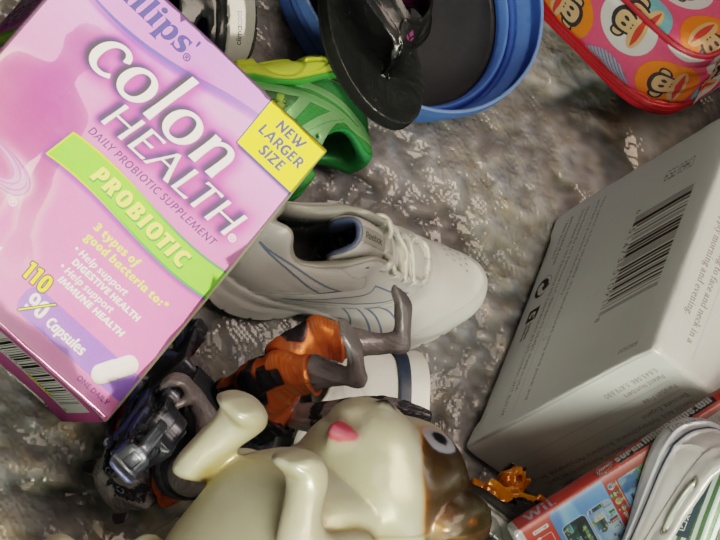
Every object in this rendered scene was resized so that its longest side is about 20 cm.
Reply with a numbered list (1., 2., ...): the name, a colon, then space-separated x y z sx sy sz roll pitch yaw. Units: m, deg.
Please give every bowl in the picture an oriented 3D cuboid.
1. bowl: 0.028 -0.188 1.870 0.200 0.039 0.202 14 63 -31

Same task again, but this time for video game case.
1. video game case: 0.199 0.150 1.664 0.199 0.017 0.143 -32 113 -6

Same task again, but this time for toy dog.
1. toy dog: -0.027 0.151 1.492 0.200 0.139 0.194 -40 120 -16

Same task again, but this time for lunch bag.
1. lunch bag: 0.207 -0.209 1.967 0.176 0.082 0.200 45 48 14

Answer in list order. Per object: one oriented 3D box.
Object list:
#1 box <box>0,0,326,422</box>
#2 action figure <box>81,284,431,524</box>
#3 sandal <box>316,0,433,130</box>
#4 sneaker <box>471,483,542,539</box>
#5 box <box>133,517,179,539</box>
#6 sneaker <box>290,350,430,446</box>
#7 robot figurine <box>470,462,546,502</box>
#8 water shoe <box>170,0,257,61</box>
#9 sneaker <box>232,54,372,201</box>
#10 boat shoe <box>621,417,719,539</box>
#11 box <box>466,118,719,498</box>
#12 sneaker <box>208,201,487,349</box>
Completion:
1. box: -0.153 -0.047 1.599 0.176 0.097 0.200 43 74 -14
2. action figure: -0.069 0.087 1.592 0.105 0.193 0.200 58 20 -14
3. sandal: 0.012 -0.184 1.790 0.075 0.048 0.201 14 60 -36
4. sneaker: 0.126 0.158 1.708 0.200 0.060 0.104 41 56 -21
5. box: -0.096 0.247 1.572 0.095 0.078 0.201 -30 90 -40
6. sneaker: -0.009 0.135 1.697 0.080 0.076 0.201 12 60 -19
7. robot figurine: 0.080 0.213 1.729 0.144 0.058 0.201 20 61 -29
8. water shoe: -0.117 -0.212 1.754 0.079 0.071 0.201 -5 71 -31
9. sneaker: -0.066 -0.078 1.733 0.199 0.074 0.084 -13 75 -39
10. boat shoe: 0.170 0.184 1.620 0.073 0.067 0.201 4 105 -18
11. box: 0.196 0.041 1.793 0.130 0.200 0.200 36 54 -16
12. sneaker: 0.000 0.000 1.740 0.199 0.087 0.075 7 65 -35
